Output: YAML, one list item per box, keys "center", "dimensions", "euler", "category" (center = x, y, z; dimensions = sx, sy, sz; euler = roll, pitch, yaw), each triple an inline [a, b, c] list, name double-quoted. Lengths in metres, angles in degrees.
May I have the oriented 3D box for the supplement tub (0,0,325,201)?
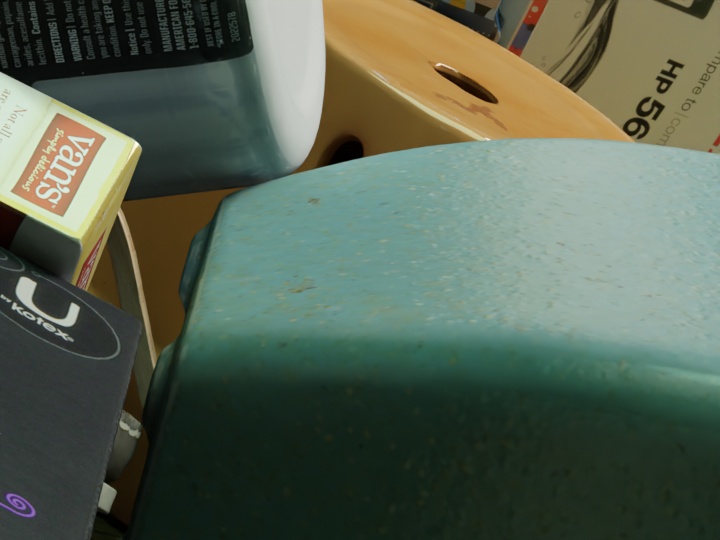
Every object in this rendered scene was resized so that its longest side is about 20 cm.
- center: [-0.115, -0.072, 0.674]
  dimensions: [0.199, 0.123, 0.123]
  euler: [-5, 14, 8]
  category: "supplement tub"

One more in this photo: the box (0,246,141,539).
- center: [-0.115, 0.066, 0.475]
  dimensions: [0.106, 0.123, 0.200]
  euler: [28, 17, -8]
  category: "box"

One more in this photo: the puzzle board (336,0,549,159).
- center: [-0.056, -0.069, 0.903]
  dimensions: [0.199, 0.151, 0.017]
  euler: [19, 33, -12]
  category: "puzzle board"

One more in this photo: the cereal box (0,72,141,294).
- center: [-0.159, -0.016, 0.609]
  dimensions: [0.199, 0.144, 0.040]
  euler: [27, 47, 0]
  category: "cereal box"

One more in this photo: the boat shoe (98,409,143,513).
- center: [-0.132, -0.010, 0.754]
  dimensions: [0.201, 0.060, 0.072]
  euler: [36, -10, 20]
  category: "boat shoe"

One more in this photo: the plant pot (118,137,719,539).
- center: [0.042, 0.075, 0.621]
  dimensions: [0.199, 0.197, 0.196]
  euler: [15, 17, -4]
  category: "plant pot"

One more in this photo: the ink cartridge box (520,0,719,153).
- center: [0.067, -0.105, 0.975]
  dimensions: [0.199, 0.146, 0.084]
  euler: [18, 27, -29]
  category: "ink cartridge box"

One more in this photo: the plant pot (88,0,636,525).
- center: [0.000, 0.000, 0.839]
  dimensions: [0.200, 0.140, 0.200]
  euler: [27, 15, -8]
  category: "plant pot"

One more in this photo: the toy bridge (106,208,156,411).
- center: [-0.020, 0.037, 0.739]
  dimensions: [0.200, 0.067, 0.027]
  euler: [49, 0, -2]
  category: "toy bridge"
